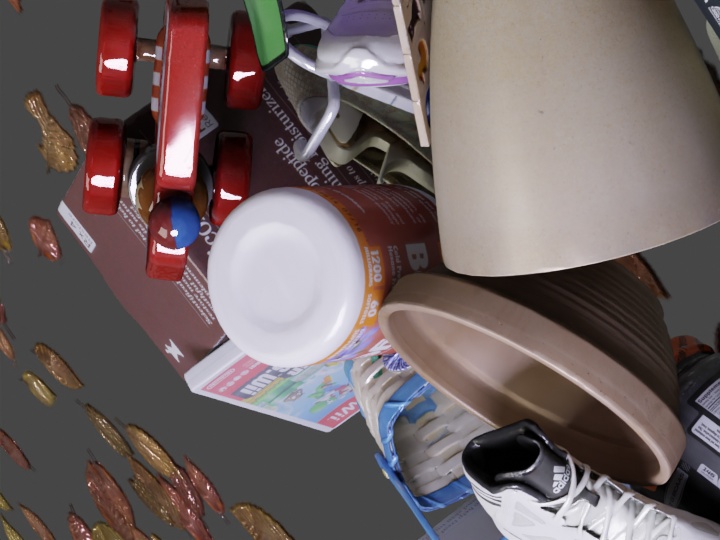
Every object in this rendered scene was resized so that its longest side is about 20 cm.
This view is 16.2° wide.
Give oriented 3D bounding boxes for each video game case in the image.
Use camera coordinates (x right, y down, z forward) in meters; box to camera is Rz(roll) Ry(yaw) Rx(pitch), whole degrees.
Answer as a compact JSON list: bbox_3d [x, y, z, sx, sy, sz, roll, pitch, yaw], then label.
[{"bbox_3d":[-0.021,0.060,1.856,0.200,0.143,0.017,22,-144,-59],"label":"video game case"}]

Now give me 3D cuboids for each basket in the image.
[{"bbox_3d":[0.087,0.104,1.785,0.200,0.176,0.139,46,165,37],"label":"basket"}]

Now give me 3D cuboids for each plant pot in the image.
[{"bbox_3d":[0.118,0.040,1.531,0.201,0.093,0.201,29,165,8],"label":"plant pot"},{"bbox_3d":[0.114,-0.121,1.465,0.187,0.187,0.200,6,114,59],"label":"plant pot"}]

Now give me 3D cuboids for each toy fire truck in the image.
[{"bbox_3d":[-0.122,-0.087,1.646,0.168,0.112,0.200,-100,17,-73],"label":"toy fire truck"}]

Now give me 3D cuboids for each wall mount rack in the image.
[{"bbox_3d":[0.017,-0.117,1.649,0.075,0.200,0.174,-58,22,31],"label":"wall mount rack"}]

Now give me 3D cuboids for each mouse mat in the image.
[{"bbox_3d":[-0.075,-0.222,1.544,0.161,0.008,0.200,-173,68,-82],"label":"mouse mat"}]

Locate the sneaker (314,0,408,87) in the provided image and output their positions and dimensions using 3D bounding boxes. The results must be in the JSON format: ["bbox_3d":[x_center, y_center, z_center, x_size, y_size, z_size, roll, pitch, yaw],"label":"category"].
[{"bbox_3d":[0.015,-0.174,1.553,0.075,0.200,0.100,1,113,13],"label":"sneaker"}]

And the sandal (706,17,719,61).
[{"bbox_3d":[0.242,-0.059,1.431,0.201,0.057,0.080,58,156,-9],"label":"sandal"}]

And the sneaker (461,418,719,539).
[{"bbox_3d":[0.141,0.153,1.518,0.200,0.076,0.115,21,168,33],"label":"sneaker"}]

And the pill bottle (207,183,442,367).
[{"bbox_3d":[0.000,0.000,1.629,0.112,0.200,0.112,2,94,31],"label":"pill bottle"}]

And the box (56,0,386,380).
[{"bbox_3d":[-0.085,-0.057,1.847,0.166,0.200,0.164,51,155,3],"label":"box"}]

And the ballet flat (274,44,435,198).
[{"bbox_3d":[0.015,-0.086,1.744,0.200,0.062,0.067,32,144,10],"label":"ballet flat"}]

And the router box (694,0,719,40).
[{"bbox_3d":[0.255,-0.132,1.306,0.200,0.062,0.150,56,154,-5],"label":"router box"}]

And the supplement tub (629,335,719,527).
[{"bbox_3d":[0.254,0.134,1.589,0.200,0.123,0.123,38,152,31],"label":"supplement tub"}]

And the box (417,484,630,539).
[{"bbox_3d":[0.156,0.222,1.786,0.200,0.199,0.131,6,127,59],"label":"box"}]

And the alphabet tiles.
[{"bbox_3d":[0.048,-0.176,1.512,0.008,0.167,0.200,2,130,18],"label":"alphabet tiles"}]
